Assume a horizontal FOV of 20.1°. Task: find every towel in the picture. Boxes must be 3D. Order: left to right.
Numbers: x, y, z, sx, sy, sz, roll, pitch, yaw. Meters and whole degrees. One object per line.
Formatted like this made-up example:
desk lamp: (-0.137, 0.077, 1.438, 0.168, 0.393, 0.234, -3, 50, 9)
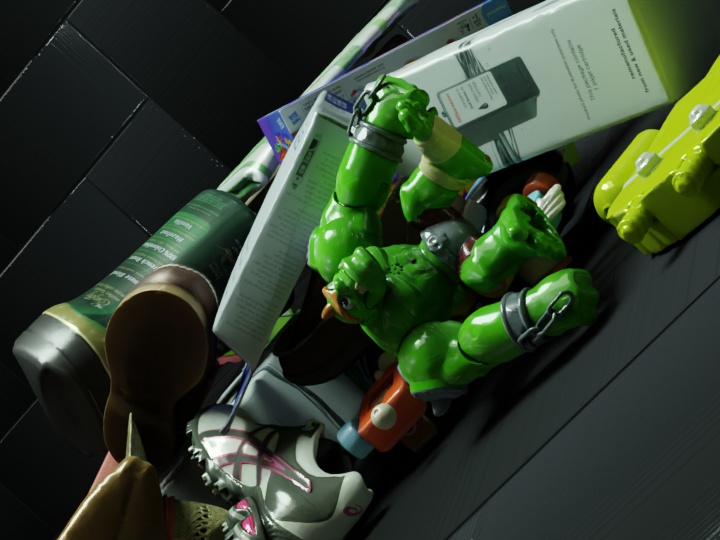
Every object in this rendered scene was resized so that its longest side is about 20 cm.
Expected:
towel: (-0.035, -0.123, 1.517, 0.200, 0.023, 0.152, -49, 5, -20)

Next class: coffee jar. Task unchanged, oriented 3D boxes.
coffee jar: (-0.148, 0.038, 1.449, 0.200, 0.105, 0.085, -39, 36, -24)

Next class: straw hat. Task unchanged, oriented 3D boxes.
straw hat: (-0.113, 0.194, 1.299, 0.201, 0.084, 0.203, -176, 90, -83)

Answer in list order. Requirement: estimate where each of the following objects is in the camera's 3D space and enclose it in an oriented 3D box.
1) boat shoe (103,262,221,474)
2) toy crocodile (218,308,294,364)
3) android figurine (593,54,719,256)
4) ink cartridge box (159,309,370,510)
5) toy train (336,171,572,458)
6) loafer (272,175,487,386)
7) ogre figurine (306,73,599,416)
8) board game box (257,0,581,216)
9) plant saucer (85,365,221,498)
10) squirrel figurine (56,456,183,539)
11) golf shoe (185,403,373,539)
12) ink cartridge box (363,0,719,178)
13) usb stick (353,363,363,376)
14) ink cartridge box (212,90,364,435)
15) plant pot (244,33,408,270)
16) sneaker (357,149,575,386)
boat shoe: (-0.127, 0.053, 1.326, 0.071, 0.070, 0.201, -60, -4, -38)
toy crocodile: (-0.142, 0.053, 1.562, 0.198, 0.062, 0.067, -5, 3, -11)
android figurine: (0.192, -0.081, 1.076, 0.182, 0.041, 0.200, -44, 5, 47)
ink cartridge box: (-0.077, 0.134, 1.463, 0.147, 0.083, 0.200, -47, 5, 21)
toy train: (0.069, 0.033, 1.232, 0.200, 0.056, 0.150, -49, 9, 9)
loafer: (0.000, 0.000, 1.299, 0.200, 0.071, 0.073, -44, 11, 38)
ogre figurine: (0.040, -0.007, 1.124, 0.120, 0.200, 0.098, -53, -18, 18)
board game box: (0.044, -0.092, 1.442, 0.199, 0.135, 0.045, -30, 7, -23)
plant saucer: (-0.177, 0.161, 1.571, 0.200, 0.036, 0.201, -44, -21, -83)
squirrel figurine: (-0.142, 0.229, 1.076, 0.200, 0.141, 0.187, -48, -3, -26)
golf shoe: (-0.047, 0.128, 1.253, 0.088, 0.077, 0.200, -40, 28, 1)
ink cartridge box: (0.123, -0.126, 1.280, 0.199, 0.084, 0.146, -19, 8, 35)
usb stick: (0.069, 0.008, 1.457, 0.200, 0.033, 0.055, -42, 1, 22)
ink cartridge box: (-0.054, -0.012, 1.288, 0.200, 0.040, 0.201, -92, 27, -82)
plant pot: (0.025, -0.050, 1.551, 0.200, 0.174, 0.200, -47, 4, 4)
sneaker: (0.076, 0.007, 1.345, 0.200, 0.071, 0.083, -49, 18, 6)
